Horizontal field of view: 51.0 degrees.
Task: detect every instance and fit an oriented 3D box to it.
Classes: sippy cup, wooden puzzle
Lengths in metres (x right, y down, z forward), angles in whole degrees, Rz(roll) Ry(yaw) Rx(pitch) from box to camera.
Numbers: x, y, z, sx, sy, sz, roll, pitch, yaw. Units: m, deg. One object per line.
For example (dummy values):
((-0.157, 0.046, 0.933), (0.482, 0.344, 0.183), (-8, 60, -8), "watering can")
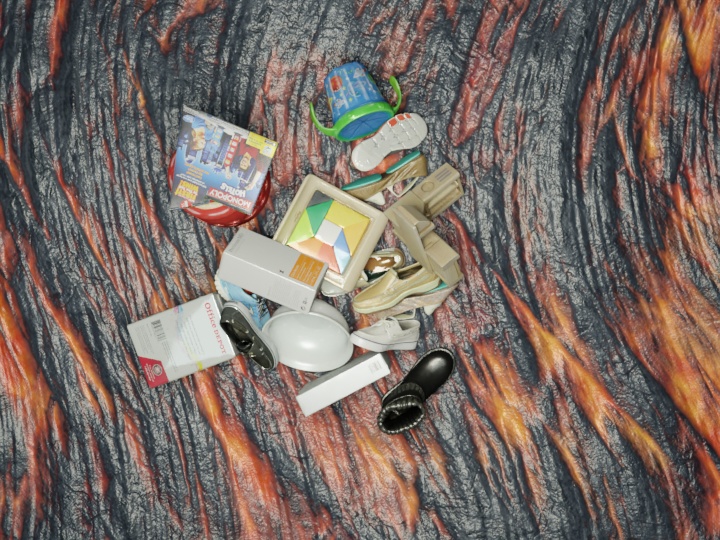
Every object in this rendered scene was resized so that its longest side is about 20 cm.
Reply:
((-0.013, -0.364, 1.605), (0.139, 0.177, 0.131), (-30, 77, 45), "sippy cup")
((-0.064, -0.079, 1.581), (0.199, 0.037, 0.186), (28, 85, -6), "wooden puzzle")

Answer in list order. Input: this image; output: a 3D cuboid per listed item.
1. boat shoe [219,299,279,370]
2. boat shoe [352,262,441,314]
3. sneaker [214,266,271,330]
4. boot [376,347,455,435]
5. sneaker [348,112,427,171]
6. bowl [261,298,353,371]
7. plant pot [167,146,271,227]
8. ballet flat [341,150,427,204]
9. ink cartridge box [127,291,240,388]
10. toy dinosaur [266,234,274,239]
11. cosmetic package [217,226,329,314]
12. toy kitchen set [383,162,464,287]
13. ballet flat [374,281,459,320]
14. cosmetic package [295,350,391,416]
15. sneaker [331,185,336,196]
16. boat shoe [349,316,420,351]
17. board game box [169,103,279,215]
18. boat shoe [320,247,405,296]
((-0.235, 0.147, 1.569), (0.068, 0.057, 0.200), (-6, 131, 27), "boat shoe")
((0.071, 0.024, 1.597), (0.199, 0.072, 0.076), (-24, 126, -7), "boat shoe")
((-0.230, 0.071, 1.613), (0.090, 0.079, 0.200), (-8, 129, 29), "sneaker")
((0.123, 0.256, 1.600), (0.079, 0.158, 0.211), (44, 94, 1), "boot")
((0.051, -0.277, 1.629), (0.200, 0.082, 0.077), (-30, 99, -20), "sneaker")
((-0.107, 0.123, 1.622), (0.200, 0.091, 0.202), (6, 137, 5), "bowl")
((-0.300, -0.190, 1.597), (0.199, 0.183, 0.202), (0, 95, 3), "plant pot")
((0.058, -0.188, 1.642), (0.199, 0.068, 0.073), (-26, 110, 0), "ballet flat")
((-0.366, 0.143, 1.629), (0.199, 0.145, 0.146), (-20, 90, 4), "ink cartridge box")
((-0.198, 0.003, 1.655), (0.199, 0.102, 0.136), (10, 113, -13), "toy dinosaur")
((-0.175, 0.000, 1.529), (0.199, 0.102, 0.071), (22, 128, 0), "cosmetic package")
((0.165, -0.117, 1.526), (0.180, 0.163, 0.200), (-38, 54, -7), "toy kitchen set")
((0.122, 0.067, 1.648), (0.199, 0.068, 0.068), (-13, 111, 9), "ballet flat")
((-0.032, 0.231, 1.612), (0.199, 0.151, 0.052), (-28, 92, 4), "cosmetic package")
((-0.100, -0.088, 1.645), (0.088, 0.080, 0.201), (7, 88, 9), "sneaker")
((0.057, 0.129, 1.590), (0.072, 0.199, 0.066), (27, 104, 44), "boat shoe")
((-0.283, -0.191, 1.474), (0.199, 0.062, 0.201), (23, 96, 1), "board game box")
((0.000, 0.000, 1.642), (0.199, 0.068, 0.075), (-24, 90, 4), "boat shoe")
